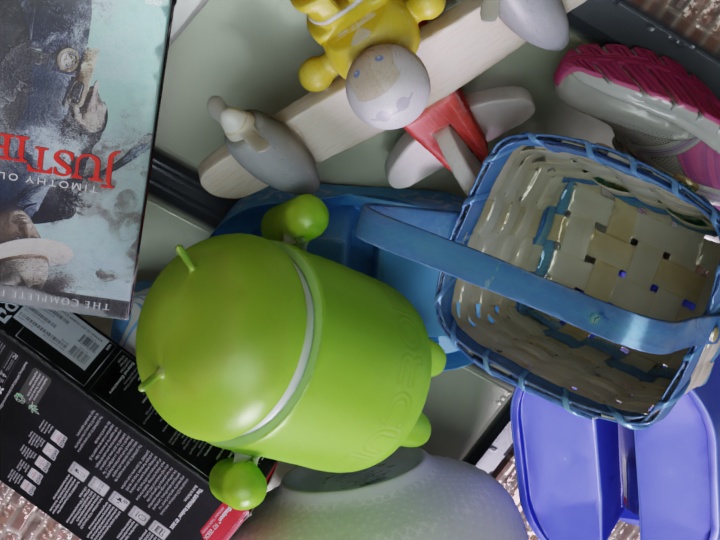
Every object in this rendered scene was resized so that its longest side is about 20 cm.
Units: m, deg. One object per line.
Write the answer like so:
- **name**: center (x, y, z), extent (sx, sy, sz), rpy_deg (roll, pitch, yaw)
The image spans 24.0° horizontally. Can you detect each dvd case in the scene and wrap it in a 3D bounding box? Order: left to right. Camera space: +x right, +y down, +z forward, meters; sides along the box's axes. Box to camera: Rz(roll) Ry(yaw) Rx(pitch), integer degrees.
- **dvd case**: center (-0.183, -0.072, 0.918), extent (0.145, 0.022, 0.201), rpy_deg (9, 118, -7)

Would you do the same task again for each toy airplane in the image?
- **toy airplane**: center (0.019, -0.109, 0.929), extent (0.198, 0.141, 0.201), rpy_deg (11, 119, -7)

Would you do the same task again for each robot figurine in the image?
- **robot figurine**: center (-0.040, 0.048, 0.945), extent (0.200, 0.115, 0.176), rpy_deg (20, 81, -47)

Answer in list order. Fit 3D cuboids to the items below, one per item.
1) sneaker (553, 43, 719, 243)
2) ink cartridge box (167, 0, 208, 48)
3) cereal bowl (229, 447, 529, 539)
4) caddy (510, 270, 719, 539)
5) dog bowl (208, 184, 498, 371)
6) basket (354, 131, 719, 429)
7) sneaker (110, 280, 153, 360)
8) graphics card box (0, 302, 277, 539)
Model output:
- **sneaker**: center (0.190, -0.058, 0.993), extent (0.199, 0.081, 0.088), rpy_deg (30, 113, -15)
- **ink cartridge box**: center (-0.188, -0.181, 0.921), extent (0.200, 0.084, 0.146), rpy_deg (37, 112, -18)
- **cereal bowl**: center (0.004, 0.162, 1.058), extent (0.199, 0.200, 0.084), rpy_deg (-10, 99, 5)
- **caddy**: center (0.172, 0.095, 1.068), extent (0.141, 0.105, 0.201), rpy_deg (6, 123, 23)
- **dog bowl**: center (0.000, 0.000, 1.042), extent (0.199, 0.050, 0.112), rpy_deg (3, 119, -2)
- **basket**: center (0.111, 0.002, 0.903), extent (0.176, 0.200, 0.140), rpy_deg (24, 106, 26)
- **sneaker**: center (-0.126, 0.090, 1.091), extent (0.072, 0.073, 0.201), rpy_deg (-17, 135, -23)
- **graphics card box**: center (-0.161, 0.104, 1.029), extent (0.200, 0.051, 0.126), rpy_deg (35, 134, -2)
